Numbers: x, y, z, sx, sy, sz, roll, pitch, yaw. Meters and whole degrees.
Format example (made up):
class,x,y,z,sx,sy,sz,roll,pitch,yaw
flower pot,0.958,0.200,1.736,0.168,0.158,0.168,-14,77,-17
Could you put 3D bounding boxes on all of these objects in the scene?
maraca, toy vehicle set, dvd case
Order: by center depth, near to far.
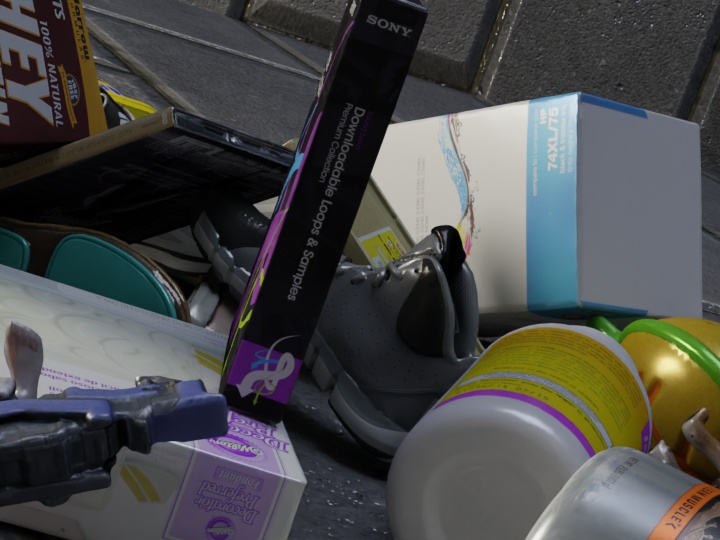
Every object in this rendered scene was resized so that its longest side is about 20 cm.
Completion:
class,x,y,z,sx,sy,sz,roll,pitch,yaw
dvd case,-0.141,-0.046,1.127,0.199,0.016,0.148,-17,-17,30
toy vehicle set,0.017,0.004,1.220,0.201,0.026,0.124,57,15,4
maraca,0.204,0.087,1.227,0.107,0.138,0.200,-30,17,-16

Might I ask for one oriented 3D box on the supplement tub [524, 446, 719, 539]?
class,x,y,z,sx,sy,sz,roll,pitch,yaw
supplement tub,0.159,0.163,0.757,0.199,0.123,0.122,26,13,25

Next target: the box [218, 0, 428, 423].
class,x,y,z,sx,sy,sz,roll,pitch,yaw
box,-0.019,-0.042,0.923,0.036,0.201,0.143,21,11,-5

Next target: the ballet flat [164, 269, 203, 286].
class,x,y,z,sx,sy,sz,roll,pitch,yaw
ballet flat,-0.076,-0.003,1.281,0.199,0.063,0.069,27,12,30

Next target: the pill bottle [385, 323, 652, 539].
class,x,y,z,sx,sy,sz,roll,pitch,yaw
pill bottle,0.088,0.088,0.970,0.104,0.105,0.200,23,20,12

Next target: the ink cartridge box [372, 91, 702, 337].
class,x,y,z,sx,sy,sz,roll,pitch,yaw
ink cartridge box,0.120,-0.032,1.377,0.199,0.147,0.146,-6,-10,43

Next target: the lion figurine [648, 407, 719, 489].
class,x,y,z,sx,sy,sz,roll,pitch,yaw
lion figurine,0.202,0.147,1.069,0.123,0.072,0.200,50,32,7

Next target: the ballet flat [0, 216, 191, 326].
class,x,y,z,sx,sy,sz,roll,pitch,yaw
ballet flat,-0.166,0.009,1.068,0.199,0.068,0.072,14,-5,24

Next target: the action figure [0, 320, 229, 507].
class,x,y,z,sx,sy,sz,roll,pitch,yaw
action figure,-0.142,0.084,0.669,0.199,0.105,0.194,-6,20,-4

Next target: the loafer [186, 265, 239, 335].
class,x,y,z,sx,sy,sz,roll,pitch,yaw
loafer,-0.075,0.033,1.137,0.063,0.072,0.200,36,17,-3

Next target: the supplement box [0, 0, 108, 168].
class,x,y,z,sx,sy,sz,roll,pitch,yaw
supplement box,-0.277,-0.112,1.046,0.196,0.134,0.200,-12,0,21

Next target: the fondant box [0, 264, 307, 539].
class,x,y,z,sx,sy,sz,roll,pitch,yaw
fondant box,-0.112,0.067,0.899,0.144,0.059,0.200,18,12,-15

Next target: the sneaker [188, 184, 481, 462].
class,x,y,z,sx,sy,sz,roll,pitch,yaw
sneaker,0.000,0.000,1.079,0.200,0.116,0.075,48,19,15

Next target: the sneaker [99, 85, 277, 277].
class,x,y,z,sx,sy,sz,roll,pitch,yaw
sneaker,-0.128,-0.059,1.225,0.199,0.076,0.116,3,-32,8

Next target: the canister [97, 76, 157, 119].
class,x,y,z,sx,sy,sz,roll,pitch,yaw
canister,-0.241,-0.116,1.469,0.148,0.087,0.200,14,11,-30
